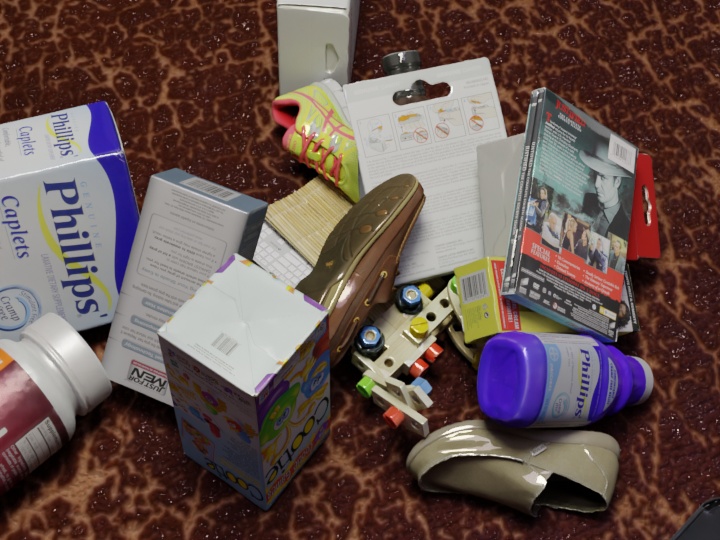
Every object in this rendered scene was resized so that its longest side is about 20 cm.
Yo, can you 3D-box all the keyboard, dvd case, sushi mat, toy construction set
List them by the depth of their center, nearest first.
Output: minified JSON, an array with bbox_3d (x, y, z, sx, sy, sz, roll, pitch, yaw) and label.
[{"bbox_3d":[0.198,-0.049,1.089,0.145,0.022,0.202,23,70,-36],"label":"dvd case"},{"bbox_3d":[0.068,0.080,1.113,0.131,0.092,0.200,40,49,15],"label":"toy construction set"},{"bbox_3d":[-0.056,0.004,1.213,0.200,0.011,0.056,39,62,23],"label":"keyboard"},{"bbox_3d":[-0.009,-0.022,1.227,0.095,0.012,0.200,-31,61,-30],"label":"sushi mat"}]

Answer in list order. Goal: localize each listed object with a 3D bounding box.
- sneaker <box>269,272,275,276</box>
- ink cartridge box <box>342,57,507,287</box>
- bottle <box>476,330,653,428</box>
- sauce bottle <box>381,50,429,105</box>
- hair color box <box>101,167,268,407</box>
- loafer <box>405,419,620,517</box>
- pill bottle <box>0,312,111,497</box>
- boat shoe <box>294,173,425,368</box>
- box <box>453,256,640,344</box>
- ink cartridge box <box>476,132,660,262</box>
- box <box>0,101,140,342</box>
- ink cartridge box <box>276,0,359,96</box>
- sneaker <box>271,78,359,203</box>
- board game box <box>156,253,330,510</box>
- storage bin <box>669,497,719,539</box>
[{"bbox_3d":[-0.104,0.025,1.161,0.088,0.077,0.200,-23,53,-42],"label":"sneaker"},{"bbox_3d":[0.071,-0.096,1.167,0.161,0.050,0.202,-13,88,-14],"label":"ink cartridge box"},{"bbox_3d":[0.192,0.100,1.067,0.199,0.085,0.065,7,0,-42],"label":"bottle"},{"bbox_3d":[0.061,-0.125,1.218,0.064,0.065,0.202,-9,91,-9],"label":"sauce bottle"},{"bbox_3d":[-0.164,0.019,1.085,0.098,0.202,0.061,21,15,9],"label":"hair color box"},{"bbox_3d":[0.140,0.181,1.052,0.198,0.076,0.069,-1,48,-3],"label":"loafer"},{"bbox_3d":[-0.328,0.135,1.044,0.114,0.115,0.200,37,61,22],"label":"pill bottle"},{"bbox_3d":[0.000,0.000,1.095,0.201,0.067,0.072,-55,30,-12],"label":"boat shoe"},{"bbox_3d":[0.179,0.029,1.112,0.198,0.050,0.076,3,74,-38],"label":"box"},{"bbox_3d":[0.209,-0.064,1.159,0.199,0.067,0.118,3,81,-40],"label":"ink cartridge box"},{"bbox_3d":[-0.310,-0.037,1.115,0.198,0.185,0.105,-16,36,-13],"label":"box"},{"bbox_3d":[-0.045,-0.316,1.361,0.086,0.146,0.202,3,54,1],"label":"ink cartridge box"},{"bbox_3d":[-0.037,-0.130,1.264,0.089,0.079,0.200,-10,42,-25],"label":"sneaker"},{"bbox_3d":[-0.095,0.101,1.023,0.104,0.201,0.103,30,58,20],"label":"board game box"},{"bbox_3d":[0.278,0.304,0.958,0.200,0.094,0.135,-38,63,-25],"label":"storage bin"}]
